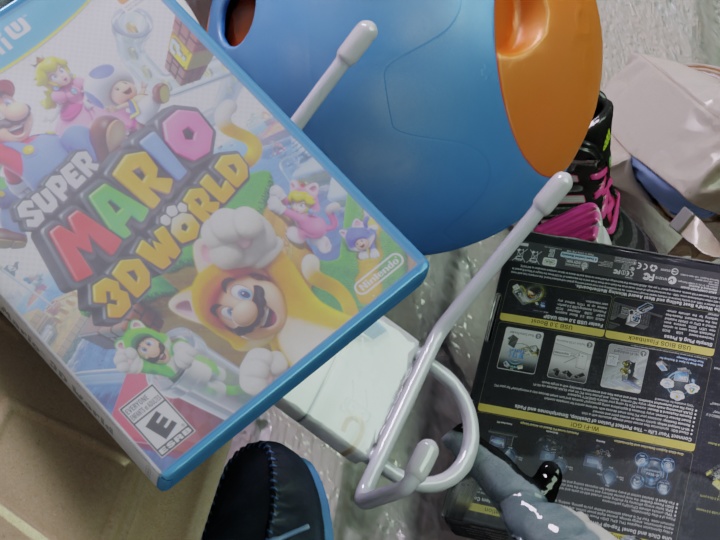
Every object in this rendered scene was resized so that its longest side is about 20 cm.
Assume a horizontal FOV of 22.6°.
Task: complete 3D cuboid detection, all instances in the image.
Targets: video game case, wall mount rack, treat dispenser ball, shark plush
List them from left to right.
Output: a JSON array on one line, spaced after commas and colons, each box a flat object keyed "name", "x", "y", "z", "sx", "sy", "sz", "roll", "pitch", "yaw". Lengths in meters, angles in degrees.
[{"name": "video game case", "x": -0.090, "y": -0.029, "z": 0.724, "sx": 0.143, "sy": 0.018, "sz": 0.200, "roll": -38, "pitch": 76, "yaw": -23}, {"name": "wall mount rack", "x": 0.000, "y": 0.000, "z": 0.793, "sx": 0.200, "sy": 0.074, "sz": 0.174, "roll": 36, "pitch": 58, "yaw": -16}, {"name": "treat dispenser ball", "x": 0.021, "y": -0.107, "z": 0.907, "sx": 0.201, "sy": 0.200, "sz": 0.202, "roll": 30, "pitch": 45, "yaw": -35}, {"name": "shark plush", "x": 0.099, "y": 0.147, "z": 0.805, "sx": 0.083, "sy": 0.091, "sz": 0.201, "roll": -11, "pitch": 69, "yaw": -36}]

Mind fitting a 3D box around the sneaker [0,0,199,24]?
[{"name": "sneaker", "x": -0.159, "y": -0.112, "z": 0.803, "sx": 0.146, "sy": 0.080, "sz": 0.201, "roll": -33, "pitch": 96, "yaw": -47}]

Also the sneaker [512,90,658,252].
[{"name": "sneaker", "x": 0.131, "y": -0.062, "z": 1.109, "sx": 0.200, "sy": 0.087, "sz": 0.074, "roll": 46, "pitch": 37, "yaw": -19}]

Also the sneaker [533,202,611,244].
[{"name": "sneaker", "x": 0.132, "y": 0.057, "z": 1.032, "sx": 0.088, "sy": 0.081, "sz": 0.201, "roll": 42, "pitch": 43, "yaw": -28}]

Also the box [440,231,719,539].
[{"name": "box", "x": 0.156, "y": 0.074, "z": 0.917, "sx": 0.049, "sy": 0.199, "sz": 0.162, "roll": 61, "pitch": 41, "yaw": -65}]

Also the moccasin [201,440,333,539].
[{"name": "moccasin", "x": -0.057, "y": 0.149, "z": 0.733, "sx": 0.068, "sy": 0.080, "sz": 0.201, "roll": 28, "pitch": 43, "yaw": -24}]

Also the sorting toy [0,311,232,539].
[{"name": "sorting toy", "x": -0.144, "y": 0.039, "z": 0.726, "sx": 0.200, "sy": 0.036, "sz": 0.185, "roll": 37, "pitch": 35, "yaw": -16}]

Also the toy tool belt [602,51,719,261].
[{"name": "toy tool belt", "x": 0.241, "y": -0.059, "z": 1.189, "sx": 0.123, "sy": 0.125, "sz": 0.200, "roll": 35, "pitch": 7, "yaw": -41}]
